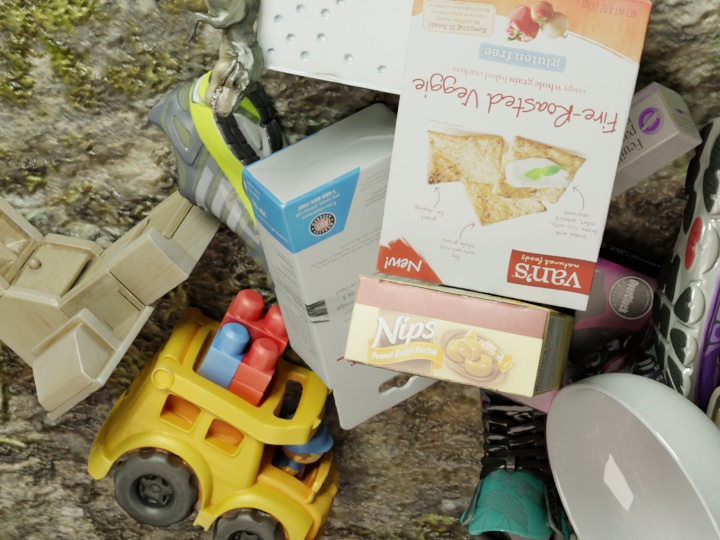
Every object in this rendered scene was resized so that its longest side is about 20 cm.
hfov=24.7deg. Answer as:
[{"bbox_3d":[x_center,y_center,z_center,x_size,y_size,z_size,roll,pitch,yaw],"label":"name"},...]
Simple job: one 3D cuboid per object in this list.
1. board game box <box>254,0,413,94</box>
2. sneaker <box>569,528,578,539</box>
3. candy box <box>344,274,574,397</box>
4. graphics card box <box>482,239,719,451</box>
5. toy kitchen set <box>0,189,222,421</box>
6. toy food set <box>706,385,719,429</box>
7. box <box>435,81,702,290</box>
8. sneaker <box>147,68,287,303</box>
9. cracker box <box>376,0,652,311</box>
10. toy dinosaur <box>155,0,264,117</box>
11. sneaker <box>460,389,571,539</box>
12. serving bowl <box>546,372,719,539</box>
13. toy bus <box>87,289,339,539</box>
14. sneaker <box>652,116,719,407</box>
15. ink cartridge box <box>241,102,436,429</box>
[{"bbox_3d":[0.047,-0.203,0.981,0.198,0.026,0.201,11,113,5],"label":"board game box"},{"bbox_3d":[0.197,0.235,1.300,0.091,0.066,0.200,52,135,2],"label":"sneaker"},{"bbox_3d":[0.068,0.041,1.037,0.115,0.200,0.056,10,90,12],"label":"candy box"},{"bbox_3d":[0.178,0.050,1.149,0.199,0.051,0.126,22,111,6],"label":"graphics card box"},{"bbox_3d":[-0.246,-0.008,1.232,0.180,0.164,0.200,44,131,-16],"label":"toy kitchen set"},{"bbox_3d":[0.300,0.131,1.125,0.060,0.143,0.201,48,147,40],"label":"toy food set"},{"bbox_3d":[0.127,-0.051,1.077,0.199,0.041,0.039,-34,67,28],"label":"box"},{"bbox_3d":[-0.083,-0.057,1.195,0.081,0.074,0.201,-5,120,38],"label":"sneaker"},{"bbox_3d":[0.088,-0.084,0.976,0.133,0.058,0.201,10,119,5],"label":"cracker box"},{"bbox_3d":[-0.099,-0.197,0.993,0.088,0.047,0.202,9,113,28],"label":"toy dinosaur"},{"bbox_3d":[0.115,0.142,1.231,0.083,0.121,0.201,-2,126,24],"label":"sneaker"},{"bbox_3d":[0.205,0.151,1.074,0.200,0.065,0.201,51,156,32],"label":"serving bowl"},{"bbox_3d":[-0.088,0.117,1.308,0.199,0.136,0.193,30,118,-5],"label":"toy bus"},{"bbox_3d":[0.243,0.002,1.059,0.083,0.081,0.201,9,111,-8],"label":"sneaker"},{"bbox_3d":[0.000,0.000,1.158,0.068,0.115,0.201,42,152,49],"label":"ink cartridge box"}]
